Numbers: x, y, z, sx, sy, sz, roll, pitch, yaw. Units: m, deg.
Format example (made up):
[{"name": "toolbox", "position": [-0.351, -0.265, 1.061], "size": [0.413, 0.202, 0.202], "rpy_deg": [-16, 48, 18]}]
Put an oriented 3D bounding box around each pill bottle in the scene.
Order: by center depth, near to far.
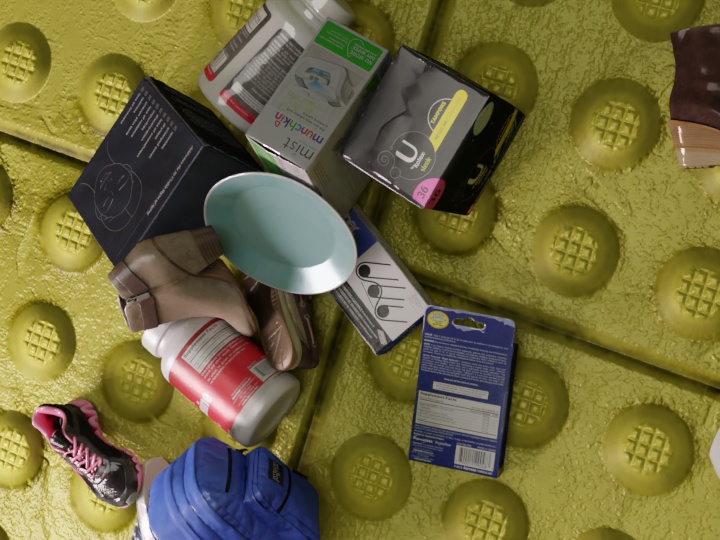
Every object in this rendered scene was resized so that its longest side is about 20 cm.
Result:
[{"name": "pill bottle", "position": [-0.103, -0.277, 1.765], "size": [0.200, 0.111, 0.111], "rpy_deg": [-44, 77, 14]}, {"name": "pill bottle", "position": [-0.184, 0.126, 1.802], "size": [0.200, 0.112, 0.113], "rpy_deg": [39, 102, 15]}]

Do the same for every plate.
[{"name": "plate", "position": [-0.094, -0.049, 1.686], "size": [0.199, 0.026, 0.201], "rpy_deg": [14, 138, 13]}]

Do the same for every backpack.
[{"name": "backpack", "position": [-0.158, 0.301, 1.739], "size": [0.200, 0.163, 0.168], "rpy_deg": [40, 104, -20]}]

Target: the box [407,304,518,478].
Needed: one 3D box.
[{"name": "box", "position": [0.129, 0.147, 1.727], "size": [0.120, 0.032, 0.202], "rpy_deg": [10, 102, 19]}]

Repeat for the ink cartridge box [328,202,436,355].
[{"name": "ink cartridge box", "position": [0.000, 0.000, 1.774], "size": [0.094, 0.044, 0.200], "rpy_deg": [-41, 78, 13]}]

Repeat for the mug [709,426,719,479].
[{"name": "mug", "position": [0.491, 0.205, 1.578], "size": [0.153, 0.186, 0.150], "rpy_deg": [29, 132, 25]}]

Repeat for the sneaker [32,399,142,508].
[{"name": "sneaker", "position": [-0.370, 0.243, 1.852], "size": [0.200, 0.095, 0.079], "rpy_deg": [40, 99, 34]}]

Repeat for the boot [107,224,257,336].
[{"name": "boot", "position": [-0.221, 0.035, 1.714], "size": [0.146, 0.201, 0.070], "rpy_deg": [-29, 36, -10]}]

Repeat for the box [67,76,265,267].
[{"name": "box", "position": [-0.248, -0.105, 1.777], "size": [0.201, 0.124, 0.197], "rpy_deg": [-54, 42, 12]}]

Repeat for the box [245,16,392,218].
[{"name": "box", "position": [-0.032, -0.171, 1.679], "size": [0.096, 0.200, 0.177], "rpy_deg": [31, 81, 17]}]

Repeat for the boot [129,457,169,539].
[{"name": "boot", "position": [-0.286, 0.357, 1.864], "size": [0.090, 0.072, 0.202], "rpy_deg": [-21, 72, 37]}]

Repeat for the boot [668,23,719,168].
[{"name": "boot", "position": [0.453, -0.204, 1.602], "size": [0.198, 0.072, 0.168], "rpy_deg": [0, 92, 23]}]

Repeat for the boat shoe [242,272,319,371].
[{"name": "boat shoe", "position": [-0.097, 0.037, 1.799], "size": [0.072, 0.072, 0.201], "rpy_deg": [-42, 55, 39]}]

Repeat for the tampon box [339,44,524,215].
[{"name": "tampon box", "position": [0.091, -0.163, 1.660], "size": [0.126, 0.200, 0.151], "rpy_deg": [33, 101, 16]}]
